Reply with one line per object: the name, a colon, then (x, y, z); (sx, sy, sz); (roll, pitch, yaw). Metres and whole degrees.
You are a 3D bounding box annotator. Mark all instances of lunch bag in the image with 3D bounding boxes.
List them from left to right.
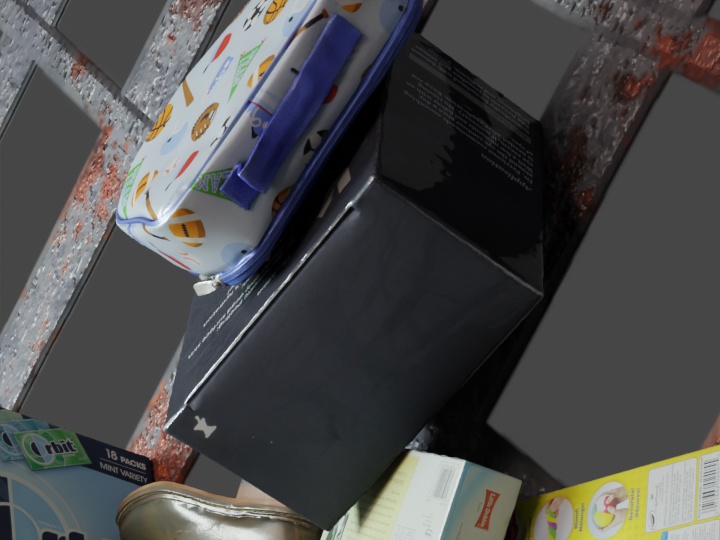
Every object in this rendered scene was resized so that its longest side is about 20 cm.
lunch bag: (-0.051, -0.081, 1.294); (0.201, 0.075, 0.160); (-59, 18, -8)

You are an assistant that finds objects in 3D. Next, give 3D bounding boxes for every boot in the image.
boot: (-0.093, 0.182, 1.443); (0.199, 0.074, 0.098); (-13, 58, 49)

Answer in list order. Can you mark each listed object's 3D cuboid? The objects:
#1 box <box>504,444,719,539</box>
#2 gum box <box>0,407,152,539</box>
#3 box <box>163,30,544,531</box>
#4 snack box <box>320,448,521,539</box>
box: (0.119, 0.165, 1.178); (0.199, 0.048, 0.118); (-20, 56, 46)
gum box: (-0.202, 0.184, 1.508); (0.045, 0.169, 0.201); (-43, 41, 32)
box: (0.000, 0.000, 1.327); (0.197, 0.117, 0.200); (-49, 16, 26)
snack box: (0.020, 0.155, 1.281); (0.200, 0.037, 0.117); (178, 111, -73)
